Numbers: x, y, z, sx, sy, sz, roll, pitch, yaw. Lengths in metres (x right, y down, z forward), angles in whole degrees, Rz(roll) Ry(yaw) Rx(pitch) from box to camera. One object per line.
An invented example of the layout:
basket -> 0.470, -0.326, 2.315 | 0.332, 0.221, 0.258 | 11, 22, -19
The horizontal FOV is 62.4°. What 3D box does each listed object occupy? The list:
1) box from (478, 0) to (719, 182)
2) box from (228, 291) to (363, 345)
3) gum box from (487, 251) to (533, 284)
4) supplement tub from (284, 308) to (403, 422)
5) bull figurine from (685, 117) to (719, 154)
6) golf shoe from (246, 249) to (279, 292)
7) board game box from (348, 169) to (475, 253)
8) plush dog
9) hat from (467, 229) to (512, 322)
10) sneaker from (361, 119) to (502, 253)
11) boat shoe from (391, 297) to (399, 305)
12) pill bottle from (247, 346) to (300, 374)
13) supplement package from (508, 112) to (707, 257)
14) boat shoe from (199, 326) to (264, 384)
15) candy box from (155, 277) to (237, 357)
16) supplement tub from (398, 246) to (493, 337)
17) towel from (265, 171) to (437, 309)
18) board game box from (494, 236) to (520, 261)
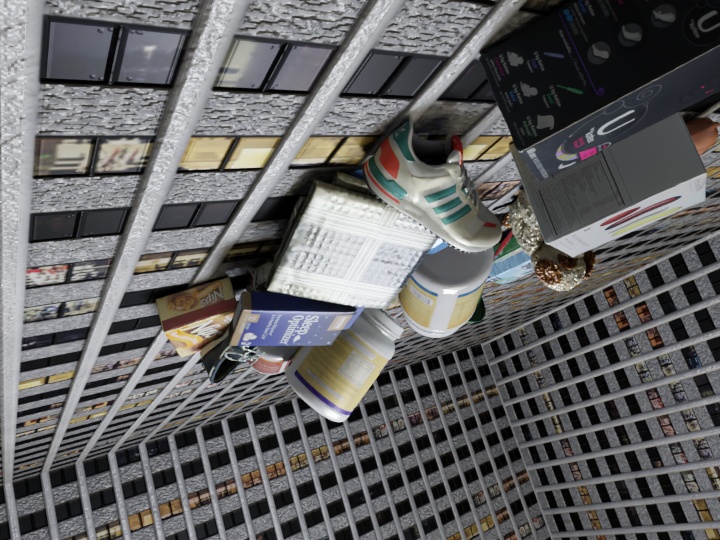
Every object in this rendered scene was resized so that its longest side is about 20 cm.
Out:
box -> 0.229, -0.186, 0.556 | 0.196, 0.109, 0.121 | -27, 164, 23
box -> -0.087, 0.073, 0.871 | 0.194, 0.033, 0.122 | 1, 150, -23
gum box -> 0.416, -0.027, 1.479 | 0.197, 0.046, 0.168 | -27, 164, 26
supplement tub -> -0.027, 0.148, 1.067 | 0.202, 0.144, 0.145 | -52, 162, 1
bull figurine -> 0.476, -0.186, 0.961 | 0.194, 0.067, 0.122 | -18, 169, 0
golf shoe -> -0.120, 0.012, 0.869 | 0.085, 0.080, 0.201 | -6, 161, -15
board game box -> 0.051, -0.086, 0.772 | 0.193, 0.040, 0.160 | 1, 145, -6
plush dog -> 0.331, -0.048, 1.041 | 0.196, 0.176, 0.160 | -8, 163, -38
hat -> 0.221, -0.031, 1.129 | 0.178, 0.163, 0.202 | -54, -170, 29
sneaker -> 0.102, -0.094, 0.670 | 0.196, 0.071, 0.094 | 27, 127, -22
boat shoe -> 0.022, 0.038, 1.169 | 0.070, 0.074, 0.199 | 19, 168, -17
pill bottle -> -0.174, 0.140, 1.166 | 0.109, 0.115, 0.200 | -14, 164, -19
supplement package -> 0.339, -0.132, 0.809 | 0.197, 0.151, 0.189 | -26, 164, 27
boat shoe -> -0.196, 0.124, 0.967 | 0.198, 0.063, 0.074 | -35, 158, 31
candy box -> -0.255, 0.081, 0.964 | 0.112, 0.057, 0.201 | -18, 165, -15
supplement tub -> 0.134, 0.012, 0.985 | 0.141, 0.148, 0.202 | -16, 152, -11
towel -> -0.008, -0.030, 0.761 | 0.195, 0.035, 0.194 | 10, 134, -26
board game box -> 0.355, -0.068, 1.253 | 0.197, 0.030, 0.133 | -30, 170, 32
